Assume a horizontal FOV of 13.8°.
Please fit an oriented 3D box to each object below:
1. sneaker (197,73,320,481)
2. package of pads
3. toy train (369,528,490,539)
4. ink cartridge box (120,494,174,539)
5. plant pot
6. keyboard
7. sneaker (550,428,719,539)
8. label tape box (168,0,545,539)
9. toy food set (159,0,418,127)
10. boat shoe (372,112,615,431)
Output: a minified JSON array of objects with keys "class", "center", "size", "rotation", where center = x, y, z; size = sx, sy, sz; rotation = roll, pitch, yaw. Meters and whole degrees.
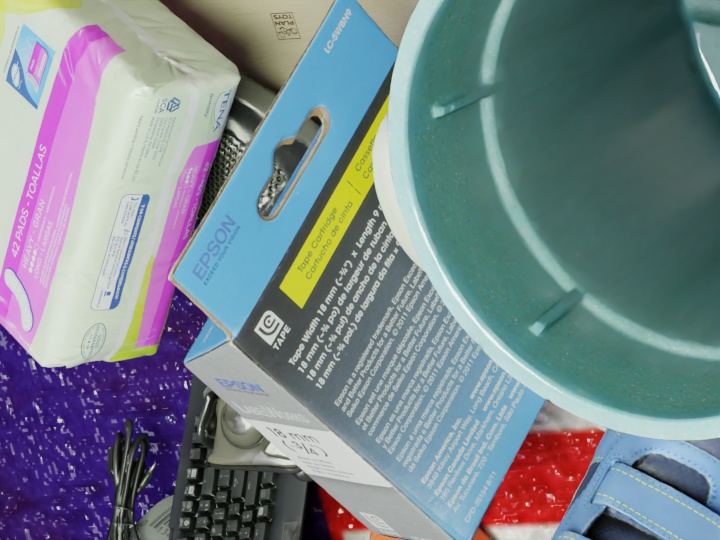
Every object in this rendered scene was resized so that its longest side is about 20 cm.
[{"class":"sneaker","center":[-0.039,0.012,1.297],"size":[0.076,0.114,0.200],"rotation":[-8,120,42]},{"class":"package of pads","center":[-0.147,-0.067,1.304],"size":[0.200,0.068,0.155],"rotation":[43,127,35]},{"class":"toy train","center":[0.083,0.121,1.324],"size":[0.150,0.056,0.200],"rotation":[52,129,5]},{"class":"ink cartridge box","center":[-0.023,0.215,1.434],"size":[0.162,0.050,0.200],"rotation":[16,137,43]},{"class":"plant pot","center":[0.146,-0.066,1.113],"size":[0.200,0.196,0.201],"rotation":[15,118,30]},{"class":"keyboard","center":[-0.080,0.127,1.384],"size":[0.127,0.021,0.201],"rotation":[-9,62,36]},{"class":"sneaker","center":[0.103,0.117,1.138],"size":[0.074,0.082,0.201],"rotation":[27,96,9]},{"class":"label tape box","center":[0.000,0.000,1.216],"size":[0.063,0.144,0.200],"rotation":[6,150,49]},{"class":"toy food set","center":[-0.018,-0.119,1.301],"size":[0.199,0.060,0.144],"rotation":[0,121,36]},{"class":"boat shoe","center":[0.085,0.000,1.198],"size":[0.071,0.070,0.201],"rotation":[11,151,52]}]
